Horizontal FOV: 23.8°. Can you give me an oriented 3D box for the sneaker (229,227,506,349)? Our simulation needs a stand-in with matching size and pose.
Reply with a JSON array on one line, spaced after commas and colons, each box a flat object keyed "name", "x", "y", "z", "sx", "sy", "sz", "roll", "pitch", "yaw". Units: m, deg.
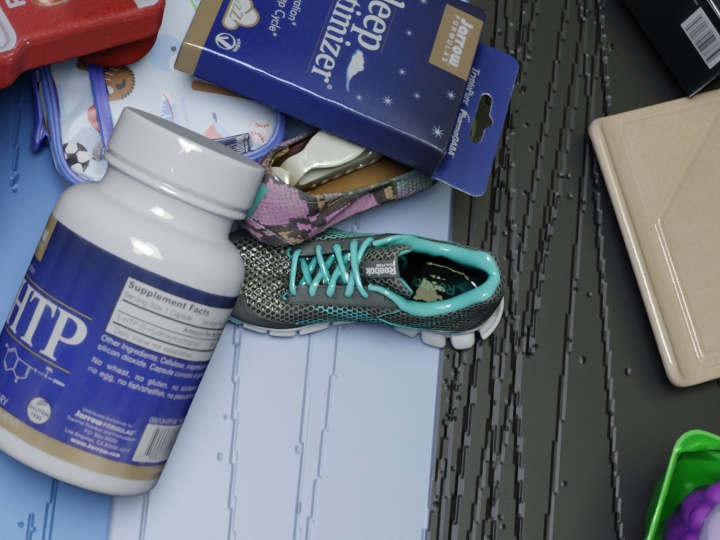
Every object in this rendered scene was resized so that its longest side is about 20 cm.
[{"name": "sneaker", "x": 0.000, "y": 0.000, "z": 1.057, "sx": 0.198, "sy": 0.091, "sz": 0.078, "roll": 3, "pitch": 76, "yaw": -9}]

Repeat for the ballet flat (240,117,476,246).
[{"name": "ballet flat", "x": 0.010, "y": -0.078, "z": 1.059, "sx": 0.199, "sy": 0.071, "sz": 0.069, "roll": -29, "pitch": 76, "yaw": -33}]

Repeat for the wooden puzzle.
[{"name": "wooden puzzle", "x": 0.261, "y": -0.032, "z": 1.144, "sx": 0.198, "sy": 0.037, "sz": 0.187, "roll": -13, "pitch": 80, "yaw": -17}]

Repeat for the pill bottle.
[{"name": "pill bottle", "x": -0.134, "y": 0.015, "z": 0.985, "sx": 0.119, "sy": 0.120, "sz": 0.202, "roll": 23, "pitch": 95, "yaw": -4}]

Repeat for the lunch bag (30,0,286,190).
[{"name": "lunch bag", "x": -0.135, "y": -0.135, "z": 1.074, "sx": 0.159, "sy": 0.076, "sz": 0.202, "roll": -10, "pitch": 79, "yaw": -10}]

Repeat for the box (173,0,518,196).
[{"name": "box", "x": 0.000, "y": -0.132, "z": 1.025, "sx": 0.198, "sy": 0.032, "sz": 0.122, "roll": 23, "pitch": 54, "yaw": -7}]

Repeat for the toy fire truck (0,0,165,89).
[{"name": "toy fire truck", "x": -0.200, "y": -0.194, "z": 0.957, "sx": 0.167, "sy": 0.112, "sz": 0.201, "roll": -20, "pitch": 65, "yaw": -31}]

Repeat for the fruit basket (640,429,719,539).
[{"name": "fruit basket", "x": 0.232, "y": 0.208, "z": 0.998, "sx": 0.154, "sy": 0.216, "sz": 0.217, "roll": 21, "pitch": 75, "yaw": -5}]

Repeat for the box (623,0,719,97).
[{"name": "box", "x": 0.228, "y": -0.240, "z": 1.147, "sx": 0.141, "sy": 0.079, "sz": 0.201, "roll": -30, "pitch": 84, "yaw": -25}]
